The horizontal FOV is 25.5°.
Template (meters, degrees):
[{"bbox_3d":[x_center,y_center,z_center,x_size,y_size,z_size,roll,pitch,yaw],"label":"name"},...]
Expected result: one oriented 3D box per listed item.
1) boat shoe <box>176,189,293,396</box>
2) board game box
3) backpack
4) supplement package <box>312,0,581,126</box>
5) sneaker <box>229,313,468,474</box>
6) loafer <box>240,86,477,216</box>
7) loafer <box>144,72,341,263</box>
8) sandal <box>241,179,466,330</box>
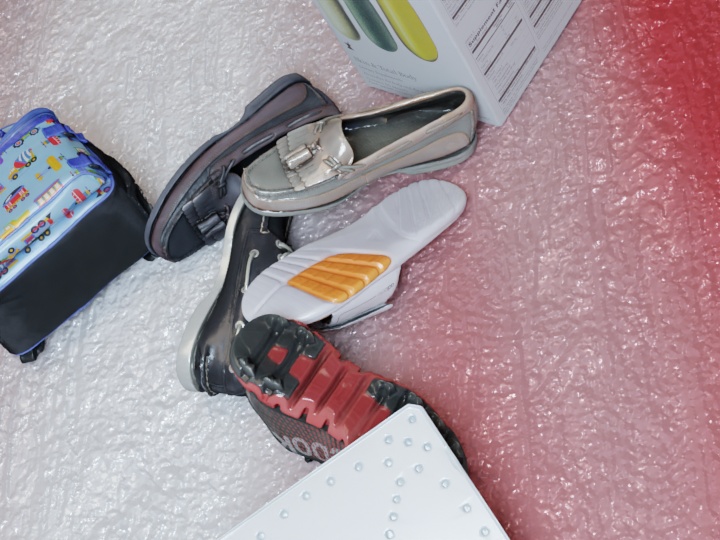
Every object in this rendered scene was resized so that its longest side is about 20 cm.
[{"bbox_3d":[-0.083,0.008,1.261,0.060,0.074,0.201,9,61,24],"label":"boat shoe"},{"bbox_3d":[0.012,0.226,1.060,0.199,0.026,0.201,-35,71,2],"label":"board game box"},{"bbox_3d":[-0.290,-0.054,1.371,0.182,0.135,0.200,-39,48,-2],"label":"backpack"},{"bbox_3d":[0.058,-0.248,1.272,0.151,0.200,0.151,22,71,36],"label":"supplement package"},{"bbox_3d":[-0.007,0.112,1.159,0.200,0.098,0.071,32,65,14],"label":"sneaker"},{"bbox_3d":[-0.002,-0.102,1.256,0.198,0.063,0.072,-17,59,-11],"label":"loafer"},{"bbox_3d":[-0.097,-0.081,1.331,0.063,0.072,0.200,34,76,34],"label":"loafer"},{"bbox_3d":[0.005,0.003,1.234,0.206,0.060,0.079,-32,40,-23],"label":"sandal"}]
